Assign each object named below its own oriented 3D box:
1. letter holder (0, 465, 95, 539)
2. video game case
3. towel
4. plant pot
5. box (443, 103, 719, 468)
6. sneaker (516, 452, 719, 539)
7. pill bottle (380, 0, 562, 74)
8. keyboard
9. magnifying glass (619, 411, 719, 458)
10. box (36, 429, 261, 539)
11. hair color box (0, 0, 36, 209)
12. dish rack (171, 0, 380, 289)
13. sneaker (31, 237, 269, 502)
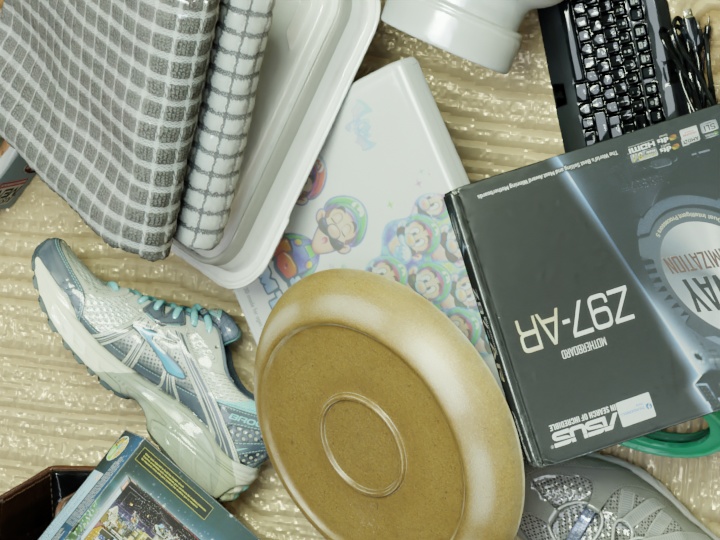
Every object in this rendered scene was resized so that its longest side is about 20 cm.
[{"bbox_3d":[-0.172,0.235,1.339,0.100,0.142,0.201,0,97,16],"label":"letter holder"},{"bbox_3d":[0.000,0.000,1.259,0.181,0.024,0.201,-23,90,38],"label":"video game case"},{"bbox_3d":[-0.139,-0.122,1.190,0.200,0.085,0.166,41,131,40],"label":"towel"},{"bbox_3d":[0.007,0.097,1.237,0.199,0.027,0.201,22,126,34],"label":"plant pot"},{"bbox_3d":[0.163,0.003,1.181,0.199,0.044,0.161,-17,90,-3],"label":"box"},{"bbox_3d":[0.168,0.168,1.260,0.199,0.082,0.075,26,104,11],"label":"sneaker"},{"bbox_3d":[0.087,-0.218,1.207,0.112,0.112,0.201,25,99,12],"label":"pill bottle"},{"bbox_3d":[0.159,-0.111,1.247,0.103,0.040,0.201,-11,95,18],"label":"keyboard"},{"bbox_3d":[0.123,0.080,1.276,0.199,0.080,0.022,6,59,26],"label":"magnifying glass"},{"bbox_3d":[-0.109,0.213,1.297,0.200,0.038,0.137,45,75,-21],"label":"box"},{"bbox_3d":[-0.211,-0.141,1.341,0.099,0.061,0.200,42,107,7],"label":"hair color box"},{"bbox_3d":[-0.085,-0.107,1.267,0.171,0.043,0.201,33,100,45],"label":"dish rack"},{"bbox_3d":[-0.121,0.046,1.344,0.086,0.078,0.200,-44,91,5],"label":"sneaker"}]
